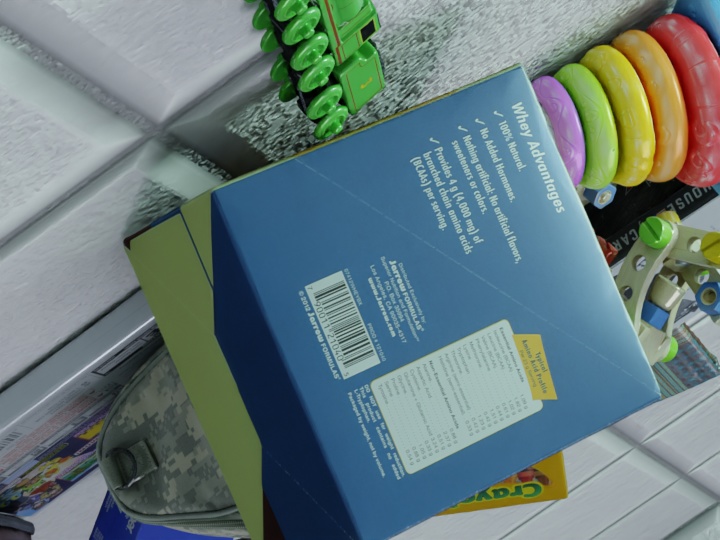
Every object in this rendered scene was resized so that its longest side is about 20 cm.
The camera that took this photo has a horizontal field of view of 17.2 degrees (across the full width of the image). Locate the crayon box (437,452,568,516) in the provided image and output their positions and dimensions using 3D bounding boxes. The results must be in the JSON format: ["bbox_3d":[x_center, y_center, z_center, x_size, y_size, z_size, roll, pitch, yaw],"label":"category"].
[{"bbox_3d":[0.084,0.117,1.754,0.126,0.051,0.200,-9,137,5],"label":"crayon box"}]

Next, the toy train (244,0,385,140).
[{"bbox_3d":[-0.019,-0.118,1.140,0.056,0.042,0.200,-41,164,-7],"label":"toy train"}]

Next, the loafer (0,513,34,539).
[{"bbox_3d":[-0.263,0.173,1.430,0.072,0.063,0.200,-1,170,22],"label":"loafer"}]

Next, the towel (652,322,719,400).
[{"bbox_3d":[0.148,0.072,1.762,0.199,0.022,0.147,-25,133,22],"label":"towel"}]

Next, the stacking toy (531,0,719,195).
[{"bbox_3d":[0.137,-0.087,1.432,0.199,0.116,0.110,-16,156,-15],"label":"stacking toy"}]

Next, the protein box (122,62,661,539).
[{"bbox_3d":[0.017,0.025,1.276,0.199,0.199,0.135,-24,-179,-28],"label":"protein box"}]

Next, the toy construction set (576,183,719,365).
[{"bbox_3d":[0.153,-0.014,1.505,0.092,0.200,0.131,27,106,-37],"label":"toy construction set"}]

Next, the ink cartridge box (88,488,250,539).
[{"bbox_3d":[-0.085,0.154,1.616,0.199,0.044,0.094,-9,135,-40],"label":"ink cartridge box"}]

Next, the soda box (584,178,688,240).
[{"bbox_3d":[0.208,-0.081,1.597,0.063,0.071,0.200,-19,159,-40],"label":"soda box"}]

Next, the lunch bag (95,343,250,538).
[{"bbox_3d":[-0.052,0.095,1.448,0.167,0.140,0.200,-27,165,17],"label":"lunch bag"}]

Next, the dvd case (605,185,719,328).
[{"bbox_3d":[0.222,-0.010,1.621,0.200,0.025,0.150,-35,152,15],"label":"dvd case"}]

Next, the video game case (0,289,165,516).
[{"bbox_3d":[-0.166,0.082,1.461,0.200,0.023,0.182,-36,163,8],"label":"video game case"}]
